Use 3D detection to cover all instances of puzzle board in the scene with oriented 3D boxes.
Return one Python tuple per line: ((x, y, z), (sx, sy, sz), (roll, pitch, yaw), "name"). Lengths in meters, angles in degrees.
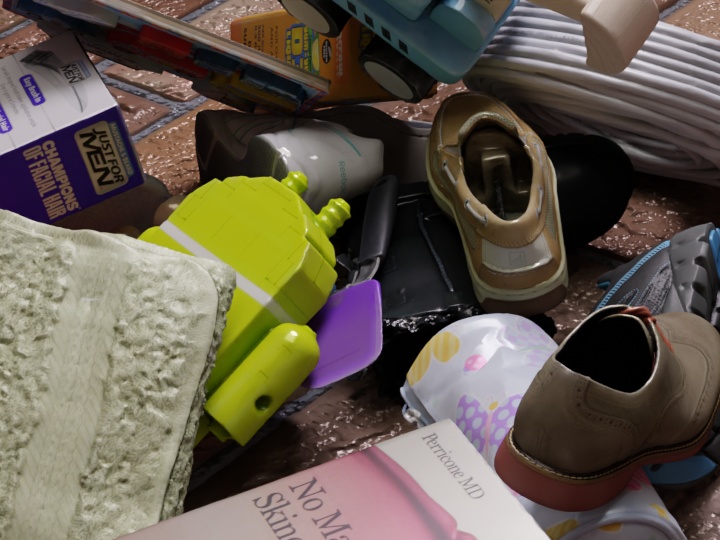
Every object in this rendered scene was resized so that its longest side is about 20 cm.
((-0.124, -0.135, 1.412), (0.199, 0.017, 0.151), (21, -7, -9), "puzzle board")

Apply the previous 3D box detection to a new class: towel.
((-0.151, 0.071, 1.172), (0.148, 0.037, 0.201), (10, 69, 3), "towel")

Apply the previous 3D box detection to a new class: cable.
((0.165, -0.110, 1.414), (0.199, 0.069, 0.200), (21, -4, -25), "cable")

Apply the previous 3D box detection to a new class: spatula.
((0.000, 0.000, 1.282), (0.056, 0.021, 0.200), (-26, 22, 24), "spatula")

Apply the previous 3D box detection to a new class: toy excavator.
((0.059, -0.162, 1.305), (0.194, 0.200, 0.100), (37, 77, -2), "toy excavator")

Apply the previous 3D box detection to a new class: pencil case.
((0.090, 0.101, 1.157), (0.090, 0.083, 0.200), (0, 30, -21), "pencil case")

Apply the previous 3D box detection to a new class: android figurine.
((-0.089, 0.025, 1.262), (0.200, 0.041, 0.182), (-48, 39, -9), "android figurine")

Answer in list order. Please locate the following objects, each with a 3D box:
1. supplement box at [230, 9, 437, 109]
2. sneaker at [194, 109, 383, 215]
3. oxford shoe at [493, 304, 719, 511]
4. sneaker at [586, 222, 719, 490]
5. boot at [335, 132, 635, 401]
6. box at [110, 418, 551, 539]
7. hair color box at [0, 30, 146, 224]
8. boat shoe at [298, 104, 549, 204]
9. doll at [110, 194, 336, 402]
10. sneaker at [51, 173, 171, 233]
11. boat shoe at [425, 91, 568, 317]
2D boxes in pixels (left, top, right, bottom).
((-0.020, -0.140, 1.498), (0.069, 0.067, 0.200), (-3, 2, -26), "supplement box")
((-0.048, -0.063, 1.435), (0.080, 0.071, 0.200), (-11, 14, -22), "sneaker")
((0.135, 0.049, 1.103), (0.070, 0.075, 0.200), (26, 27, 18), "oxford shoe")
((0.159, 0.055, 1.258), (0.082, 0.073, 0.200), (-19, 26, 27), "sneaker")
((0.079, -0.002, 1.338), (0.198, 0.074, 0.163), (-13, 30, -1), "boot")
((-0.017, 0.169, 1.026), (0.199, 0.109, 0.128), (-19, 34, -16), "box")
((-0.239, -0.060, 1.364), (0.199, 0.065, 0.109), (-25, 36, -8), "hair color box")
((0.038, -0.062, 1.474), (0.199, 0.063, 0.073), (2, 76, 24), "boat shoe")
((-0.083, 0.025, 1.331), (0.136, 0.049, 0.200), (-31, 36, -17), "doll")
((-0.217, -0.056, 1.461), (0.199, 0.071, 0.099), (-7, 36, 4), "sneaker")
((0.077, -0.059, 1.295), (0.071, 0.076, 0.200), (-15, 34, -3), "boat shoe")
